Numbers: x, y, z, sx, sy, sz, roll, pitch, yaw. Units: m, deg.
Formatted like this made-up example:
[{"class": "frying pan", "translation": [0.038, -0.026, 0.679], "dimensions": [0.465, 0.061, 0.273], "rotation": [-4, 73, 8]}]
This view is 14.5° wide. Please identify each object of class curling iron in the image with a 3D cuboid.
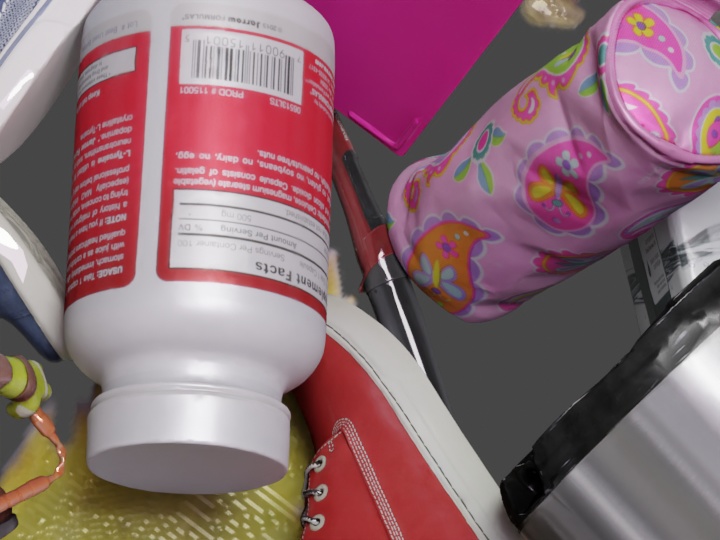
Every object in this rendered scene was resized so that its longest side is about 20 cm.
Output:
[{"class": "curling iron", "translation": [0.000, 0.000, 1.282], "dimensions": [0.049, 0.026, 0.201], "rotation": [-23, 82, -20]}]

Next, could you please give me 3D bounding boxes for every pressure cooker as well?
[{"class": "pressure cooker", "translation": [0.177, 0.103, 1.132], "dimensions": [0.200, 0.179, 0.176], "rotation": [47, 50, 9]}]

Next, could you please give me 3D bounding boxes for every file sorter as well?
[{"class": "file sorter", "translation": [0.025, -0.177, 1.232], "dimensions": [0.139, 0.200, 0.126], "rotation": [35, 57, -2]}]

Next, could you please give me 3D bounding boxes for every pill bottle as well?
[{"class": "pill bottle", "translation": [-0.068, -0.013, 1.199], "dimensions": [0.111, 0.112, 0.202], "rotation": [6, 71, -12]}]

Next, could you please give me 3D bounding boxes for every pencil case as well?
[{"class": "pencil case", "translation": [0.091, -0.048, 1.221], "dimensions": [0.087, 0.200, 0.088], "rotation": [12, 62, -25]}]

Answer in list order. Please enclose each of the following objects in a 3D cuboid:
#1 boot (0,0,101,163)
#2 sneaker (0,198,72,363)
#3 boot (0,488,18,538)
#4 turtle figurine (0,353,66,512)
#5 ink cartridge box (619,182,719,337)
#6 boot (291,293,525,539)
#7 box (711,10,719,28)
[{"class": "boot", "translation": [-0.153, -0.138, 1.256], "dimensions": [0.090, 0.073, 0.201], "rotation": [29, 58, 1]}, {"class": "sneaker", "translation": [-0.206, -0.021, 1.223], "dimensions": [0.084, 0.075, 0.200], "rotation": [-43, 92, -1]}, {"class": "boot", "translation": [-0.242, 0.031, 1.183], "dimensions": [0.187, 0.068, 0.202], "rotation": [-3, 91, -1]}, {"class": "turtle figurine", "translation": [-0.191, 0.018, 1.121], "dimensions": [0.199, 0.064, 0.163], "rotation": [4, 76, -43]}, {"class": "ink cartridge box", "translation": [0.203, 0.004, 1.298], "dimensions": [0.146, 0.083, 0.202], "rotation": [-9, 80, -14]}, {"class": "boot", "translation": [-0.021, 0.109, 1.202], "dimensions": [0.144, 0.073, 0.200], "rotation": [-27, 58, -14]}, {"class": "box", "translation": [0.239, -0.079, 1.178], "dimensions": [0.123, 0.198, 0.201], "rotation": [-27, 83, -15]}]
